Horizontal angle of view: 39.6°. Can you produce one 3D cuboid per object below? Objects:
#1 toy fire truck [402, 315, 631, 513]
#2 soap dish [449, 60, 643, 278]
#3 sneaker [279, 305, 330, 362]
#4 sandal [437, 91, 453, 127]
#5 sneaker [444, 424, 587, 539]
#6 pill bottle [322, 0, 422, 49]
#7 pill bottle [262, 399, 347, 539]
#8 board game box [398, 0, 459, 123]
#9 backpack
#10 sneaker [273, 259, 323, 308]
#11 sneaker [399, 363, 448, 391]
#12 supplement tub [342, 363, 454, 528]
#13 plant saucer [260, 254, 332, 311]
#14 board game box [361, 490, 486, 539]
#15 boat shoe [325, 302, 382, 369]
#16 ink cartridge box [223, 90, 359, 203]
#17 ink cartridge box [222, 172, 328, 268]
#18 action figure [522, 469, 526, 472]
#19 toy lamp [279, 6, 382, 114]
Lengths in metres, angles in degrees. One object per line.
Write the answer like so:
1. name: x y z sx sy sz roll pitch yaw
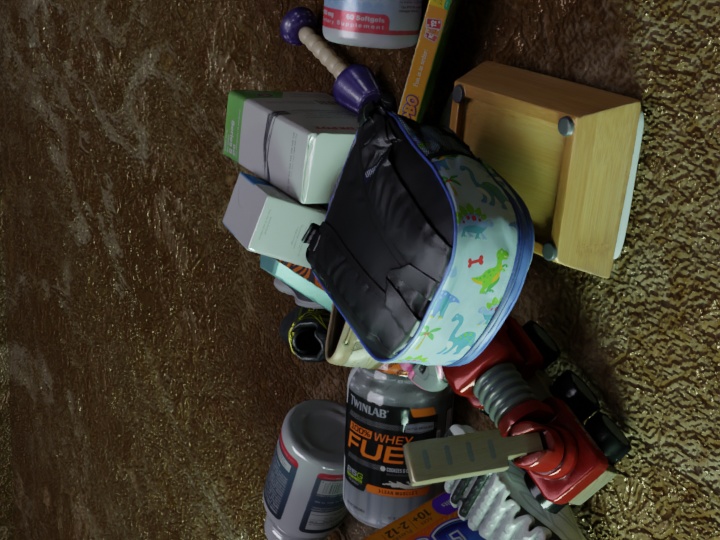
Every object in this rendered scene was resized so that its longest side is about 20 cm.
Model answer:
1. toy fire truck: 0.119 0.127 0.890 0.129 0.199 0.177 -43 55 16
2. soap dish: 0.158 -0.097 0.923 0.200 0.081 0.159 30 122 50
3. sneaker: -0.064 0.079 1.308 0.199 0.084 0.075 -2 95 58
4. sandal: 0.075 -0.107 1.074 0.082 0.054 0.200 63 143 26
5. sneaker: 0.152 0.229 0.962 0.200 0.081 0.075 51 132 27
6. pill bottle: 0.018 -0.344 1.062 0.108 0.108 0.202 29 121 51
7. pill bottle: -0.065 0.280 1.322 0.120 0.119 0.201 52 137 38
8. board game box: 0.067 -0.207 1.040 0.030 0.096 0.202 17 123 7
9. backpack: 0.062 -0.019 0.866 0.184 0.146 0.201 -64 33 26
10. sneaker: -0.061 -0.019 1.288 0.199 0.077 0.113 18 113 55
11. sneaker: 0.081 0.032 1.053 0.079 0.095 0.202 -44 47 47
12. supplement tub: 0.043 0.177 1.127 0.122 0.122 0.202 24 117 53
13. plant saucer: -0.031 0.041 1.158 0.019 0.199 0.070 -59 22 -3
14. board game box: 0.083 0.383 0.992 0.200 0.199 0.202 38 141 43
15. boat shoe: 0.000 0.000 1.044 0.071 0.064 0.202 -12 73 63
16. ink cartridge box: -0.053 -0.149 1.180 0.200 0.144 0.085 35 122 49
17. ink cartridge box: -0.047 -0.044 1.161 0.116 0.198 0.067 39 110 61
18. action figure: 0.151 0.217 1.038 0.201 0.051 0.066 -58 47 42
19. toy lamp: -0.034 -0.251 1.215 0.200 0.058 0.059 51 137 41
